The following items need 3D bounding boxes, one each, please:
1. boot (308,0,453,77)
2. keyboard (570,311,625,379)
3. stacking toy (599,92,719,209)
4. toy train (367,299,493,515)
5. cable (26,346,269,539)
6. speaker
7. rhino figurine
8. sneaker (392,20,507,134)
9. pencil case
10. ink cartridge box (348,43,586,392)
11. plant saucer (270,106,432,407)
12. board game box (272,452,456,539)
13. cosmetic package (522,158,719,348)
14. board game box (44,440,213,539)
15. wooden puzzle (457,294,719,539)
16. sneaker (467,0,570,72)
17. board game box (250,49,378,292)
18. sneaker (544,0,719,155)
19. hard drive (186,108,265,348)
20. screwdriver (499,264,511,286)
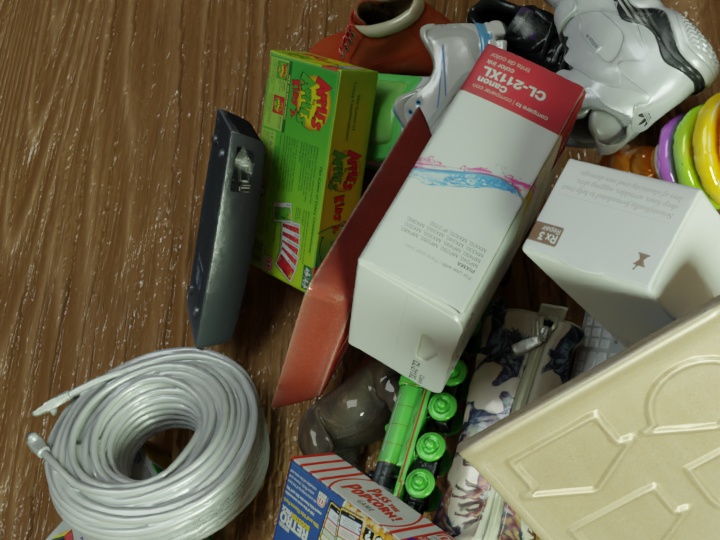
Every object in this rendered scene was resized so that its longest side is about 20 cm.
[{"bbox_3d":[0.007,-0.226,1.131,0.198,0.107,0.076,0,65,41],"label":"boot"},{"bbox_3d":[0.179,0.092,0.855,0.056,0.011,0.202,-1,64,39],"label":"keyboard"},{"bbox_3d":[0.257,-0.084,0.851,0.199,0.110,0.117,-6,44,49],"label":"stacking toy"},{"bbox_3d":[0.055,0.089,0.882,0.056,0.042,0.202,9,63,21],"label":"toy train"},{"bbox_3d":[-0.177,0.157,1.019,0.199,0.070,0.200,-29,44,-13],"label":"cable"},{"bbox_3d":[0.009,-0.142,1.091,0.199,0.088,0.089,13,72,43],"label":"speaker"},{"bbox_3d":[0.028,0.097,0.941,0.200,0.060,0.088,-44,48,2],"label":"rhino figurine"},{"bbox_3d":[0.067,-0.111,0.977,0.075,0.086,0.203,-107,24,-81],"label":"sneaker"},{"bbox_3d":[0.105,0.123,0.839,0.077,0.090,0.202,13,69,12],"label":"pencil case"},{"bbox_3d":[0.073,-0.035,0.833,0.082,0.146,0.201,27,65,9],"label":"ink cartridge box"},{"bbox_3d":[0.000,0.000,0.938,0.036,0.200,0.201,27,56,4],"label":"plant saucer"},{"bbox_3d":[-0.012,0.254,0.824,0.151,0.046,0.202,28,109,45],"label":"board game box"},{"bbox_3d":[0.201,0.013,0.750,0.101,0.200,0.075,21,77,44],"label":"cosmetic package"},{"bbox_3d":[-0.229,0.275,1.051,0.200,0.040,0.153,-47,44,6],"label":"board game box"},{"bbox_3d":[0.182,0.110,0.709,0.184,0.200,0.047,-32,33,19],"label":"wooden puzzle"},{"bbox_3d":[0.162,-0.177,0.984,0.076,0.087,0.199,-54,44,-3],"label":"sneaker"},{"bbox_3d":[-0.047,-0.090,1.058,0.101,0.047,0.202,24,112,43],"label":"board game box"},{"bbox_3d":[0.171,-0.170,0.896,0.115,0.075,0.200,-42,50,1],"label":"sneaker"},{"bbox_3d":[-0.128,-0.040,1.087,0.135,0.042,0.202,-126,45,-69],"label":"hard drive"},{"bbox_3d":[0.118,-0.086,0.974,0.028,0.029,0.203,-3,75,32],"label":"screwdriver"}]
